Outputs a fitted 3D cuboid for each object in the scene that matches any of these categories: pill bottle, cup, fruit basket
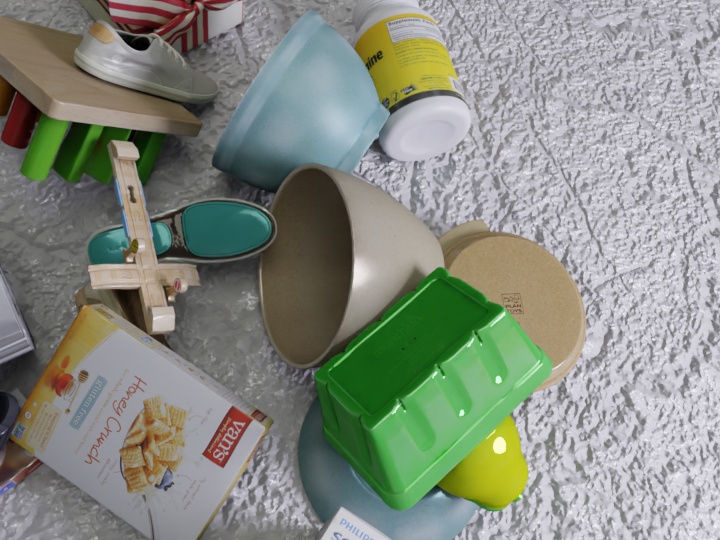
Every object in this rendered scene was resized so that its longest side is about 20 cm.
[{"bbox_3d":[0.054,-0.244,0.937,0.112,0.113,0.201,-9,66,-14],"label":"pill bottle"},{"bbox_3d":[0.000,0.000,0.787,0.143,0.200,0.201,5,62,-32],"label":"cup"},{"bbox_3d":[0.079,0.132,0.719,0.215,0.216,0.155,-31,40,-21],"label":"fruit basket"}]

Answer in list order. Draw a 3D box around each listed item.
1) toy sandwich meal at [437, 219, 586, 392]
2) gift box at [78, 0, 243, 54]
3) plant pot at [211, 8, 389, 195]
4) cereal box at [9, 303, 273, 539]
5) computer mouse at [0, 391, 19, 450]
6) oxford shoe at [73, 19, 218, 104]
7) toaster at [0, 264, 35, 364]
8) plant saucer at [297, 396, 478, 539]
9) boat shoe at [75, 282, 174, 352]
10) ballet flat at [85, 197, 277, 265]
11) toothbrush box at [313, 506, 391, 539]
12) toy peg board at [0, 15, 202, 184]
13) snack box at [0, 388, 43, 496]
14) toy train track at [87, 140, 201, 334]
[{"bbox_3d":[0.150,0.045,0.847,0.204,0.070,0.206,5,67,-12],"label":"toy sandwich meal"},{"bbox_3d":[-0.245,-0.364,0.898,0.184,0.200,0.187,-38,78,-18],"label":"gift box"},{"bbox_3d":[-0.052,-0.161,0.844,0.134,0.200,0.201,34,63,-7],"label":"plant pot"},{"bbox_3d":[-0.198,0.142,0.691,0.200,0.040,0.144,32,93,7],"label":"cereal box"},{"bbox_3d":[-0.400,0.157,0.687,0.199,0.046,0.140,-26,35,-15],"label":"computer mouse"},{"bbox_3d":[-0.225,-0.230,0.854,0.075,0.200,0.058,36,107,25],"label":"oxford shoe"},{"bbox_3d":[-0.378,0.021,0.681,0.118,0.181,0.201,-24,94,-21],"label":"toaster"},{"bbox_3d":[0.038,0.182,0.775,0.200,0.039,0.202,4,65,-8],"label":"plant saucer"},{"bbox_3d":[-0.223,0.098,0.760,0.064,0.071,0.201,-27,78,16],"label":"boat shoe"},{"bbox_3d":[-0.186,-0.033,0.812,0.199,0.069,0.070,-10,67,-2],"label":"ballet flat"},{"bbox_3d":[-0.045,0.314,0.639,0.086,0.146,0.200,31,63,6],"label":"toothbrush box"},{"bbox_3d":[-0.315,-0.175,0.818,0.199,0.098,0.200,38,20,22],"label":"toy peg board"},{"bbox_3d":[-0.380,0.199,0.701,0.200,0.024,0.072,-39,75,-23],"label":"snack box"},{"bbox_3d":[-0.207,-0.039,0.736,0.114,0.032,0.201,-1,68,-45],"label":"toy train track"}]
